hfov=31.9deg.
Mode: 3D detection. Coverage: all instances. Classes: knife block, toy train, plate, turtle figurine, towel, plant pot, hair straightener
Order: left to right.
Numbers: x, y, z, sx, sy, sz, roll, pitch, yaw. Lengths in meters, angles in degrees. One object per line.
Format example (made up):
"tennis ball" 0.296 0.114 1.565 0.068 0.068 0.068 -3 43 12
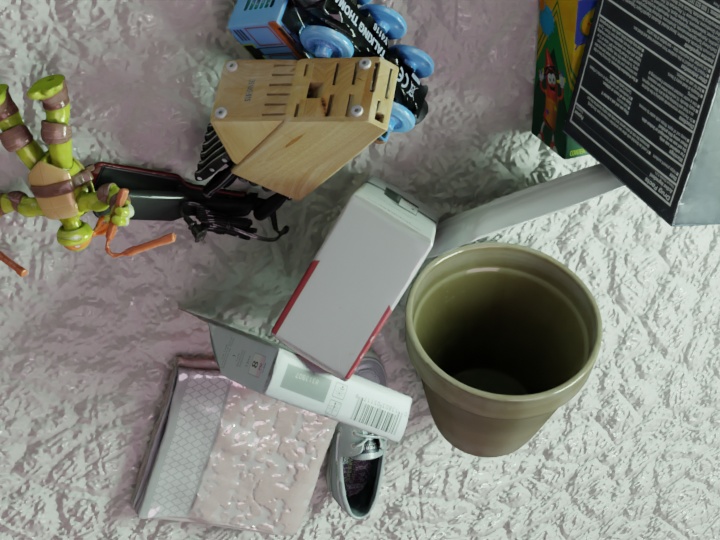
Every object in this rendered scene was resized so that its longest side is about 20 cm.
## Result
"turtle figurine" -0.247 -0.079 1.047 0.064 0.199 0.162 -50 133 -51
"hair straightener" -0.148 -0.046 1.137 0.199 0.077 0.041 12 132 -34
"towel" -0.125 0.186 1.308 0.190 0.032 0.201 10 116 -22
"knife block" -0.051 -0.104 1.078 0.199 0.064 0.176 1 153 17
"toy train" -0.019 -0.188 1.085 0.200 0.114 0.087 42 60 -47
"plant pot" 0.138 0.100 1.317 0.199 0.200 0.174 -16 143 -16
"plate" 0.159 -0.061 1.230 0.199 0.200 0.032 -21 90 -13

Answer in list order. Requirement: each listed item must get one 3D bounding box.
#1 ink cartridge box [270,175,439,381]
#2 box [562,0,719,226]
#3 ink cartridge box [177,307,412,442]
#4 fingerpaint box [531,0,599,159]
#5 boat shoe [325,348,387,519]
"ink cartridge box" 0.000 0.000 1.150 0.083 0.200 0.147 31 100 0
"box" 0.293 -0.171 1.100 0.123 0.200 0.199 -1 121 -23
"ink cartridge box" -0.070 0.096 1.182 0.162 0.200 0.057 23 82 -35
"fingerpaint box" 0.276 -0.213 1.237 0.199 0.073 0.168 -13 124 -19
"boat shoe" 0.003 0.180 1.356 0.070 0.072 0.202 -8 122 -21
